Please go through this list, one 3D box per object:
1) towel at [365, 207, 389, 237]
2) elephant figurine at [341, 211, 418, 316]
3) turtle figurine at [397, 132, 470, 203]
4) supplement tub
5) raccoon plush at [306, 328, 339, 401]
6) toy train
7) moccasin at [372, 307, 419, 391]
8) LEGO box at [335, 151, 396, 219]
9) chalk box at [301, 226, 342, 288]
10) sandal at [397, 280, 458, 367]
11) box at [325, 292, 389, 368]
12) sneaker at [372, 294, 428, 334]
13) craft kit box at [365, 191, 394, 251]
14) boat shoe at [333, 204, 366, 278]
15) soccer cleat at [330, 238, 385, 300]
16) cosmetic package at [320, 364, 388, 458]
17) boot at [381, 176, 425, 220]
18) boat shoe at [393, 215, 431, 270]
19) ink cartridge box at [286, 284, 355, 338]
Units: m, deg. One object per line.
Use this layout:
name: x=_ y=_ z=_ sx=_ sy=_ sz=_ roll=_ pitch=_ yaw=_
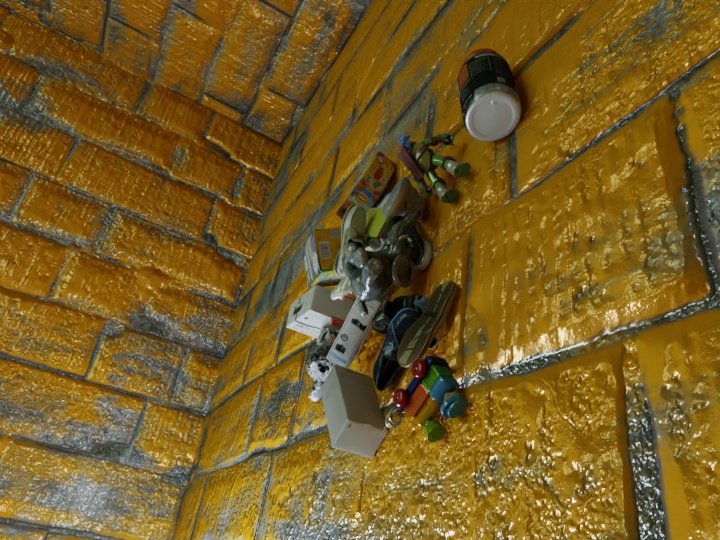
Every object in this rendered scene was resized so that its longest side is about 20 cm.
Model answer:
towel: x=0.039 y=-0.128 z=1.410 sx=0.087 sy=0.018 sz=0.200 roll=-63 pitch=17 yaw=-2
elephant figurine: x=0.067 y=-0.020 z=1.204 sx=0.143 sy=0.197 sz=0.156 roll=55 pitch=145 yaw=23
turtle figurine: x=0.196 y=-0.248 z=1.259 sx=0.144 sy=0.200 sz=0.195 roll=-41 pitch=46 yaw=5
supplement tub: x=0.274 y=-0.387 z=1.133 sx=0.123 sy=0.121 sz=0.203 roll=-47 pitch=29 yaw=42
raccoon plush: x=-0.115 y=0.261 z=1.516 sx=0.201 sy=0.095 sz=0.135 roll=-55 pitch=17 yaw=31
toy train: x=0.114 y=0.270 z=0.965 sx=0.202 sy=0.083 sz=0.116 roll=-61 pitch=35 yaw=19
moccasin: x=0.084 y=0.179 z=1.132 sx=0.069 sy=0.079 sz=0.203 roll=-88 pitch=13 yaw=-63
LEGO box: x=0.020 y=-0.249 z=1.605 sx=0.149 sy=0.077 sz=0.201 roll=-48 pitch=10 yaw=43
chalk box: x=-0.092 y=-0.028 z=1.501 sx=0.200 sy=0.121 sz=0.127 roll=134 pitch=126 yaw=-65
sandal: x=0.148 y=0.116 z=1.066 sx=0.202 sy=0.054 sz=0.080 roll=-57 pitch=25 yaw=-10
box: x=-0.005 y=0.140 z=1.328 sx=0.203 sy=0.059 sz=0.117 roll=-63 pitch=-9 yaw=13
sneaker: x=0.078 y=0.095 z=1.197 sx=0.199 sy=0.081 sz=0.072 roll=-34 pitch=49 yaw=57
craft kit box: x=0.050 y=-0.128 z=1.476 sx=0.199 sy=0.048 sz=0.199 roll=-58 pitch=15 yaw=-14
boat shoe: x=-0.014 y=-0.078 z=1.379 sx=0.068 sy=0.074 sz=0.204 roll=-5 pitch=71 yaw=55
soccer cleat: x=0.000 y=0.000 z=1.306 sx=0.198 sy=0.078 sz=0.069 roll=-35 pitch=-1 yaw=4
cosmetic package: x=-0.019 y=0.316 z=1.195 sx=0.086 sy=0.106 sz=0.201 roll=-60 pitch=21 yaw=18
boot: x=0.116 y=-0.161 z=1.281 sx=0.074 sy=0.095 sz=0.201 roll=-46 pitch=9 yaw=32
boat shoe: x=0.122 y=-0.071 z=1.287 sx=0.069 sy=0.056 sz=0.201 roll=-58 pitch=24 yaw=25
ink cartridge box: x=-0.118 y=0.131 z=1.561 sx=0.199 sy=0.142 sz=0.085 roll=-34 pitch=39 yaw=56
